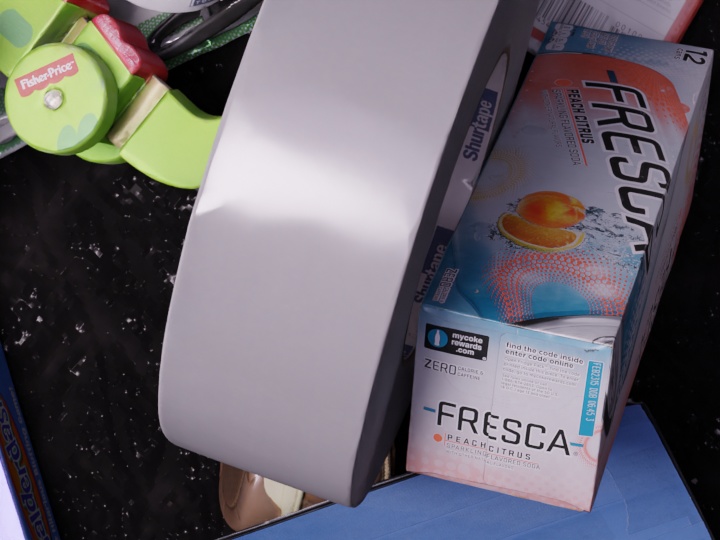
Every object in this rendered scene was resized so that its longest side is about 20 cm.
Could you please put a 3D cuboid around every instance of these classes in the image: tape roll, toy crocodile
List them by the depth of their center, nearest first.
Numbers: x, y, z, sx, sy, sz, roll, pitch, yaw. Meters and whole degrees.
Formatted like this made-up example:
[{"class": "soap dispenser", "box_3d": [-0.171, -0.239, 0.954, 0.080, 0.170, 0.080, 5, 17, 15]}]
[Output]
[{"class": "tape roll", "box_3d": [0.001, -0.030, 0.827, 0.066, 0.200, 0.202, 18, 95, 6]}, {"class": "toy crocodile", "box_3d": [-0.123, -0.094, 0.955, 0.200, 0.067, 0.062, 39, 97, 13]}]

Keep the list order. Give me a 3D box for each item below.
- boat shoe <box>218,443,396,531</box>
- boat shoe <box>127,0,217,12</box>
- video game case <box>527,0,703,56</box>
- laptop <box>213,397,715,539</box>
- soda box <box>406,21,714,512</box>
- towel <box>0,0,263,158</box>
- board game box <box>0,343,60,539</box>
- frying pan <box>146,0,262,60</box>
[{"class": "boat shoe", "box_3d": [-0.002, 0.000, 0.973, 0.074, 0.075, 0.204, 9, 91, -15]}, {"class": "boat shoe", "box_3d": [-0.119, -0.173, 0.941, 0.199, 0.074, 0.066, 32, 141, 12]}, {"class": "video game case", "box_3d": [0.091, -0.181, 0.969, 0.142, 0.017, 0.201, 31, 97, 8]}, {"class": "laptop", "box_3d": [0.050, 0.164, 0.937, 0.186, 0.116, 0.201, -19, 88, 11]}, {"class": "soda box", "box_3d": [0.071, -0.008, 0.882, 0.063, 0.200, 0.069, 11, 124, 10]}, {"class": "towel", "box_3d": [-0.130, -0.160, 1.003, 0.148, 0.031, 0.201, -26, 87, 9]}, {"class": "board game box", "box_3d": [-0.220, 0.109, 1.019, 0.199, 0.045, 0.153, -19, 88, 11]}, {"class": "frying pan", "box_3d": [-0.001, -0.147, 0.943, 0.189, 0.031, 0.116, -8, 67, 27]}]
